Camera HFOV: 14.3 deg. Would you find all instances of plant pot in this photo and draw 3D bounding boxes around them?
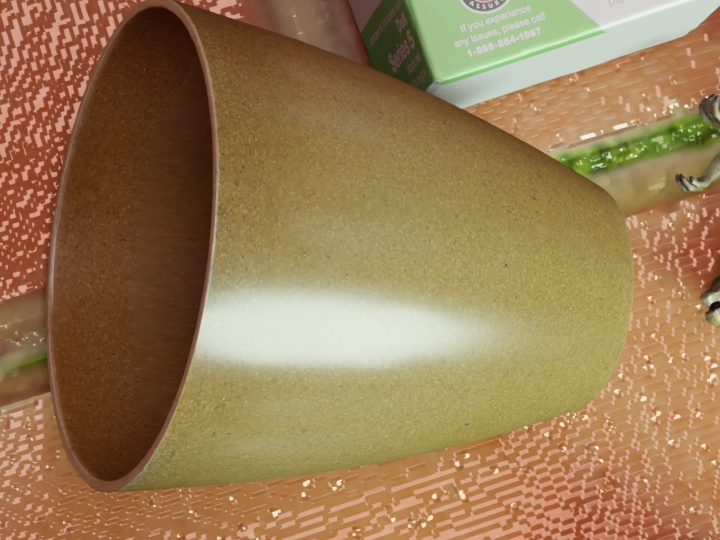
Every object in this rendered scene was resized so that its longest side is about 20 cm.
[{"bbox_3d":[0.000,0.000,1.122,0.199,0.186,0.188,6,78,-23],"label":"plant pot"}]

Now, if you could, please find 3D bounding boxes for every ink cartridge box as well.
[{"bbox_3d":[0.053,-0.181,1.202,0.145,0.084,0.201,-19,83,-14],"label":"ink cartridge box"}]

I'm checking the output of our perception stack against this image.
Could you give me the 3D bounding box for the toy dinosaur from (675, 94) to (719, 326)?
[{"bbox_3d":[0.205,-0.061,1.234,0.200,0.058,0.101,-38,103,-8],"label":"toy dinosaur"}]
